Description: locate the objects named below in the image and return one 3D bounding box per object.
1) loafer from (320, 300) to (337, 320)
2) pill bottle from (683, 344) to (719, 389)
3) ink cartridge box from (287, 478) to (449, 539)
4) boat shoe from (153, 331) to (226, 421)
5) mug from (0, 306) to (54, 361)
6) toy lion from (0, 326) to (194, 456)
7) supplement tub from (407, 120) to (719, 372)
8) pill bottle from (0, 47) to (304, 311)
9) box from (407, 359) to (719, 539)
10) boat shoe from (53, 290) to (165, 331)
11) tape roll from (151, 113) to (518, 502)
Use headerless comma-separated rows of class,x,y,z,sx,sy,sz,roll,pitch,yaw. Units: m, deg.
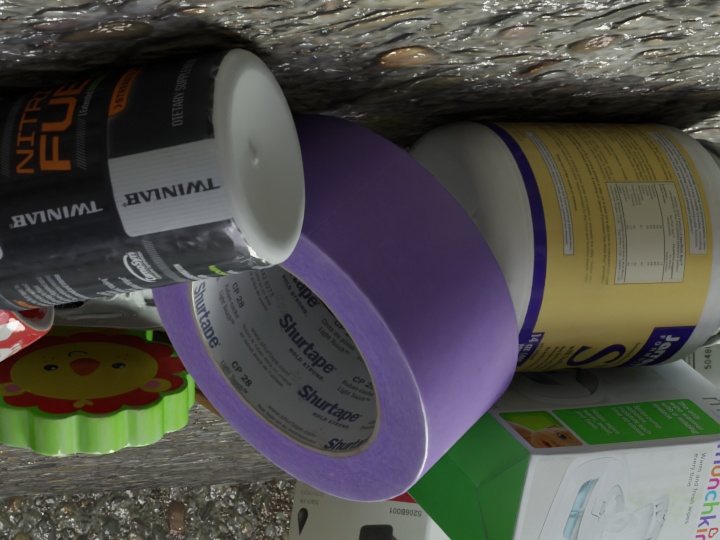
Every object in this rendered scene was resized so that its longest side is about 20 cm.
loafer,-0.050,0.048,1.247,0.071,0.201,0.073,-23,174,-20
pill bottle,0.200,0.082,1.455,0.199,0.115,0.113,-8,171,35
ink cartridge box,0.018,0.230,1.508,0.144,0.202,0.083,-1,167,43
boat shoe,-0.087,0.072,1.465,0.199,0.071,0.070,25,-167,7
mug,-0.280,0.040,1.104,0.199,0.134,0.178,-27,-163,8
toy lion,-0.208,0.068,1.354,0.198,0.069,0.192,1,-158,1
supplement tub,0.130,-0.014,1.194,0.198,0.147,0.145,-1,169,-27
pill bottle,-0.135,-0.039,0.990,0.198,0.107,0.106,-10,170,19
box,0.118,0.100,1.234,0.175,0.098,0.200,-2,-155,-27
boat shoe,-0.171,0.006,1.322,0.199,0.071,0.072,-4,176,4
tape roll,-0.017,0.022,1.110,0.085,0.201,0.199,-40,-169,-33
